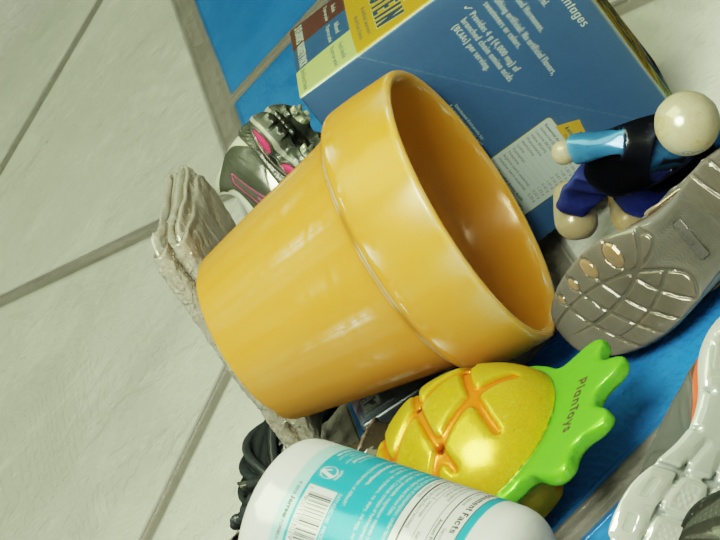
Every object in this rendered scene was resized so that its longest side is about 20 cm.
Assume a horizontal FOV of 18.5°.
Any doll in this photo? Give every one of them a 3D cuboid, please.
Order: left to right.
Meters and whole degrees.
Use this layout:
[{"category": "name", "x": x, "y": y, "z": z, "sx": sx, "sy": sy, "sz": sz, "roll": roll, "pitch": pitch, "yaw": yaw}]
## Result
[{"category": "doll", "x": 0.185, "y": -0.071, "z": 1.408, "sx": 0.200, "sy": 0.136, "sz": 0.049, "roll": 119, "pitch": 144, "yaw": -72}]

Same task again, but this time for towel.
[{"category": "towel", "x": -0.085, "y": 0.029, "z": 1.563, "sx": 0.034, "sy": 0.200, "sz": 0.133, "roll": -27, "pitch": 24, "yaw": 14}]

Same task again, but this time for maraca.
[{"category": "maraca", "x": 0.085, "y": 0.109, "z": 1.359, "sx": 0.200, "sy": 0.107, "sz": 0.137, "roll": -30, "pitch": 29, "yaw": 40}]

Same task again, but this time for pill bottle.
[{"category": "pill bottle", "x": 0.037, "y": 0.174, "z": 1.269, "sx": 0.200, "sy": 0.111, "sz": 0.111, "roll": 17, "pitch": 64, "yaw": 28}]

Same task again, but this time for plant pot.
[{"category": "plant pot", "x": 0.000, "y": 0.000, "z": 1.454, "sx": 0.183, "sy": 0.200, "sz": 0.200, "roll": -31, "pitch": 28, "yaw": 18}]

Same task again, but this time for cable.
[{"category": "cable", "x": -0.004, "y": 0.119, "z": 1.597, "sx": 0.200, "sy": 0.051, "sz": 0.163, "roll": -23, "pitch": 26, "yaw": 34}]

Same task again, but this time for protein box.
[{"category": "protein box", "x": 0.089, "y": -0.135, "z": 1.574, "sx": 0.200, "sy": 0.199, "sz": 0.135, "roll": -36, "pitch": 24, "yaw": 12}]

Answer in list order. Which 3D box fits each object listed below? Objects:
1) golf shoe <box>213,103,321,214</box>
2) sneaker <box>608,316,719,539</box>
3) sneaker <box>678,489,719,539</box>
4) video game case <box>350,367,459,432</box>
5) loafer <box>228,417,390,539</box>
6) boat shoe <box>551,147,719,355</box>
[{"category": "golf shoe", "x": -0.021, "y": -0.028, "z": 1.599, "sx": 0.088, "sy": 0.200, "sz": 0.077, "roll": -48, "pitch": -15, "yaw": 26}, {"category": "sneaker", "x": 0.189, "y": 0.118, "z": 1.232, "sx": 0.200, "sy": 0.077, "sz": 0.082, "roll": -59, "pitch": -3, "yaw": -21}, {"category": "sneaker", "x": 0.189, "y": 0.165, "z": 1.141, "sx": 0.200, "sy": 0.077, "sz": 0.084, "roll": -40, "pitch": 15, "yaw": 2}, {"category": "video game case", "x": 0.047, "y": 0.043, "z": 1.587, "sx": 0.143, "sy": 0.019, "sz": 0.200, "roll": -34, "pitch": 20, "yaw": 2}, {"category": "loafer", "x": -0.037, "y": 0.163, "z": 1.493, "sx": 0.200, "sy": 0.071, "sz": 0.073, "roll": -51, "pitch": 1, "yaw": 34}, {"category": "boat shoe", "x": 0.204, "y": -0.013, "z": 1.391, "sx": 0.200, "sy": 0.076, "sz": 0.072, "roll": -38, "pitch": -8, "yaw": 34}]
